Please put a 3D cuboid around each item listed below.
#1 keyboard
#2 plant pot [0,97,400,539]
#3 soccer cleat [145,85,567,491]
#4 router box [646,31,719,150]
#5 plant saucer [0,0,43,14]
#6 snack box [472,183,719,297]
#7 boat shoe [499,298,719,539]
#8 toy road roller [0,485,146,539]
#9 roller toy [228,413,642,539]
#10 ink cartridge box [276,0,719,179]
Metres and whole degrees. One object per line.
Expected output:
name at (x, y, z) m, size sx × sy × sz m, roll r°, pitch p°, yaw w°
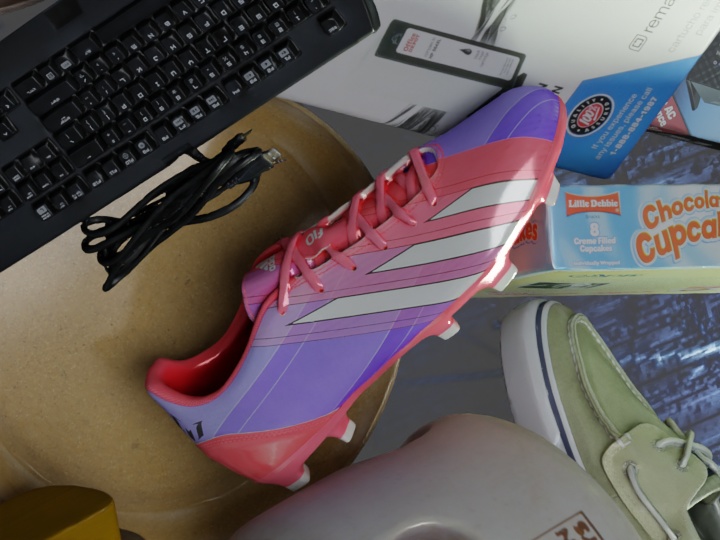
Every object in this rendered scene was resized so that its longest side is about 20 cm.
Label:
keyboard at (-0.079, -0.053, 1.024) m, size 0.200 × 0.040 × 0.104 m, roll -31°, pitch 114°, yaw 26°
plant pot at (-0.077, 0.019, 1.133) m, size 0.199 × 0.027 × 0.201 m, roll -5°, pitch 103°, yaw -21°
soccer cleat at (0.000, 0.000, 1.085) m, size 0.076 × 0.067 × 0.200 m, roll 34°, pitch 112°, yaw -19°
router box at (0.184, -0.144, 1.188) m, size 0.149 × 0.062 × 0.201 m, roll 12°, pitch 96°, yaw -26°
plant saucer at (-0.157, -0.195, 1.050) m, size 0.199 × 0.034 × 0.202 m, roll -5°, pitch 103°, yaw -21°
snack box at (0.141, -0.013, 1.167) m, size 0.199 × 0.116 × 0.037 m, roll -1°, pitch 84°, yaw -23°
boat shoe at (0.124, 0.097, 1.172) m, size 0.062 × 0.072 × 0.201 m, roll -30°, pitch 80°, yaw 25°
toy road roller at (-0.181, 0.164, 1.076) m, size 0.200 × 0.145 × 0.124 m, roll -24°, pitch 113°, yaw -43°
roller toy at (0.041, 0.158, 1.117) m, size 0.139 × 0.200 × 0.183 m, roll -27°, pitch 119°, yaw -28°
ink cartridge box at (0.041, -0.129, 1.075) m, size 0.199 × 0.085 × 0.146 m, roll 11°, pitch 130°, yaw -32°
